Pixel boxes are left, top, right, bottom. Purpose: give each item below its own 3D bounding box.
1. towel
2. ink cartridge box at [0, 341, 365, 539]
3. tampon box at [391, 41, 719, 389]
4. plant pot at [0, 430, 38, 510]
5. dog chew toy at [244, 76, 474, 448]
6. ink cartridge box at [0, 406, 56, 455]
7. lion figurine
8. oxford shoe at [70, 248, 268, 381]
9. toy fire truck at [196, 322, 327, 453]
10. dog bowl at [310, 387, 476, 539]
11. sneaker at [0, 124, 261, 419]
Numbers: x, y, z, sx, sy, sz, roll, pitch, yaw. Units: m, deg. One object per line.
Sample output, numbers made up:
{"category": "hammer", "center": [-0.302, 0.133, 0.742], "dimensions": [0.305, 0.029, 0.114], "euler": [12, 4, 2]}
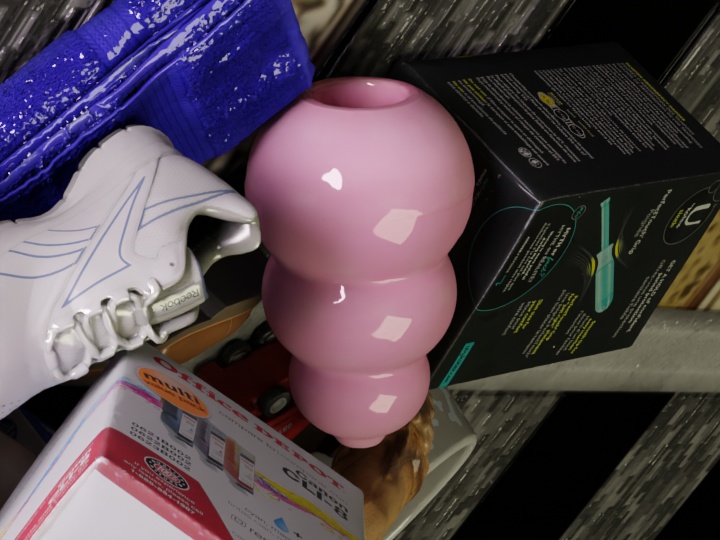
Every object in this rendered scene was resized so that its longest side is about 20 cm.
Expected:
{"category": "towel", "center": [-0.113, -0.072, 1.294], "dimensions": [0.200, 0.050, 0.148], "euler": [-39, 151, -7]}
{"category": "ink cartridge box", "center": [-0.093, 0.146, 1.171], "dimensions": [0.145, 0.145, 0.200], "euler": [-53, -171, 10]}
{"category": "tampon box", "center": [0.096, -0.035, 1.528], "dimensions": [0.199, 0.126, 0.150], "euler": [-9, 138, -47]}
{"category": "plant pot", "center": [-0.238, 0.151, 1.330], "dimensions": [0.174, 0.199, 0.200], "euler": [-58, 153, -8]}
{"category": "dog chew toy", "center": [0.000, 0.000, 1.410], "dimensions": [0.124, 0.124, 0.201], "euler": [-17, 116, -39]}
{"category": "ink cartridge box", "center": [-0.240, 0.166, 1.469], "dimensions": [0.200, 0.044, 0.094], "euler": [-43, 154, 0]}
{"category": "lion figurine", "center": [-0.004, 0.139, 1.493], "dimensions": [0.123, 0.072, 0.200], "euler": [-58, -171, 23]}
{"category": "oxford shoe", "center": [-0.132, 0.037, 1.402], "dimensions": [0.199, 0.071, 0.071], "euler": [-13, 144, -45]}
{"category": "toy fire truck", "center": [-0.051, 0.093, 1.602], "dimensions": [0.200, 0.049, 0.141], "euler": [-30, 150, -24]}
{"category": "dog bowl", "center": [-0.006, 0.148, 1.666], "dimensions": [0.200, 0.059, 0.200], "euler": [-43, 169, -10]}
{"category": "sneaker", "center": [-0.123, 0.007, 1.197], "dimensions": [0.200, 0.087, 0.075], "euler": [-48, 149, -35]}
